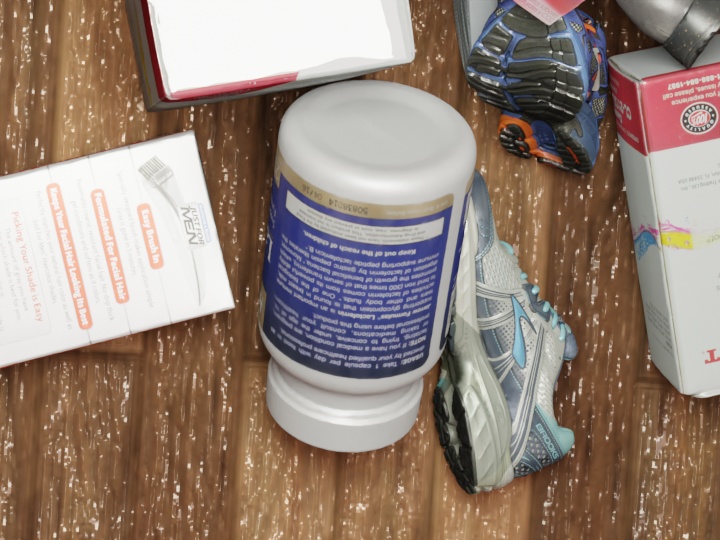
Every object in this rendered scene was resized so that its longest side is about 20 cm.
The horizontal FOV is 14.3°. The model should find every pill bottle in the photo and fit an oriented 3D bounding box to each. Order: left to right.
[{"bbox_3d":[0.000,0.000,1.682,0.115,0.116,0.201,2,125,-9],"label":"pill bottle"}]

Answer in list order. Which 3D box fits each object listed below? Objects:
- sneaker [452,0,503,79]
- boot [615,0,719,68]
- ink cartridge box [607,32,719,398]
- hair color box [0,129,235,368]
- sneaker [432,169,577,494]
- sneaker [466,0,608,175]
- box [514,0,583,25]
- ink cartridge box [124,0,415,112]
[{"bbox_3d":[0.094,-0.212,1.739,0.070,0.073,0.201,2,93,-5],"label":"sneaker"},{"bbox_3d":[0.184,-0.220,1.717,0.131,0.070,0.200,35,43,1],"label":"boot"},{"bbox_3d":[0.239,-0.040,1.750,0.145,0.083,0.201,-12,106,-8],"label":"ink cartridge box"},{"bbox_3d":[-0.184,-0.008,1.716,0.199,0.064,0.112,-14,94,-6],"label":"hair color box"},{"bbox_3d":[0.084,0.031,1.762,0.086,0.078,0.201,-12,102,-19],"label":"sneaker"},{"bbox_3d":[0.110,-0.126,1.699,0.075,0.200,0.079,14,75,10],"label":"sneaker"},{"bbox_3d":[0.066,-0.237,1.542,0.200,0.103,0.094,33,128,-33],"label":"box"},{"bbox_3d":[-0.062,-0.174,1.655,0.144,0.200,0.146,-10,92,-8],"label":"ink cartridge box"}]
